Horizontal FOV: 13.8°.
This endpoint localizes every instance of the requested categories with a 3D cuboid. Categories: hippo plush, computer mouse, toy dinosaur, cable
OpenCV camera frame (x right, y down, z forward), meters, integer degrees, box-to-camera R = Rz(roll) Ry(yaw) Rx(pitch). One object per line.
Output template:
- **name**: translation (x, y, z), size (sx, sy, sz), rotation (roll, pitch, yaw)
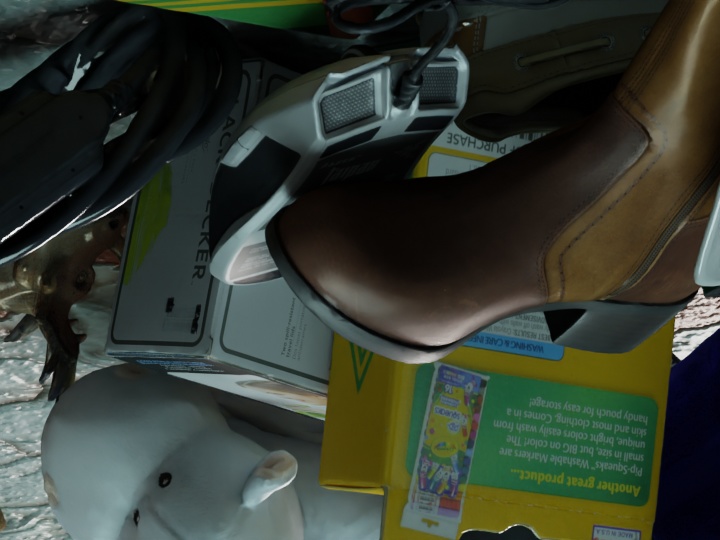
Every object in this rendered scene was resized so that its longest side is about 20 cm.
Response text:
- **hippo plush**: translation (-0.064, 0.114, 1.224), size (0.159, 0.200, 0.161), rotation (-50, 162, 18)
- **computer mouse**: translation (-0.005, -0.058, 1.004), size (0.109, 0.044, 0.200), rotation (-15, 160, -34)
- **toy dinosaur**: translation (-0.188, 0.033, 1.262), size (0.135, 0.086, 0.200), rotation (3, 162, -34)
- **cable**: translation (-0.125, -0.030, 1.029), size (0.200, 0.051, 0.163), rotation (-42, -167, -34)

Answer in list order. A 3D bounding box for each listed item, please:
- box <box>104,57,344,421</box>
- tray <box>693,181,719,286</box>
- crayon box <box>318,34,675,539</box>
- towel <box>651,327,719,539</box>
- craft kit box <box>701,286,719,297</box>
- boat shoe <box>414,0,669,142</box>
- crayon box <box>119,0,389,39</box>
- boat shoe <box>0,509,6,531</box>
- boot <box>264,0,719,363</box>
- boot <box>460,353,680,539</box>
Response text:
- **box**: translation (0.000, 0.000, 1.163), size (0.060, 0.117, 0.200), rotation (1, 167, 44)
- **tray**: translation (0.206, -0.053, 0.998), size (0.199, 0.022, 0.108), rotation (-8, 131, -21)
- **crayon box**: translation (0.055, 0.021, 1.121), size (0.125, 0.201, 0.052), rotation (10, 173, -31)
- **towel**: translation (0.159, 0.081, 1.157), size (0.148, 0.200, 0.050), rotation (-42, 113, 3)
- **craft kit box**: translation (0.263, -0.043, 1.169), size (0.197, 0.049, 0.200), rotation (-4, 162, -40)
- **boat shoe**: translation (0.116, -0.075, 1.078), size (0.199, 0.069, 0.075), rotation (0, 154, -15)
- **crayon box**: translation (-0.062, -0.135, 0.931), size (0.199, 0.051, 0.127), rotation (8, 154, -25)
- **boat shoe**: translation (-0.226, 0.091, 1.217), size (0.199, 0.063, 0.073), rotation (-10, -167, 37)
- **boot**: translation (0.086, -0.050, 0.976), size (0.188, 0.069, 0.200), rotation (11, 135, -34)
- **boot**: translation (0.051, 0.095, 1.314), size (0.200, 0.066, 0.165), rotation (-49, 136, 4)
